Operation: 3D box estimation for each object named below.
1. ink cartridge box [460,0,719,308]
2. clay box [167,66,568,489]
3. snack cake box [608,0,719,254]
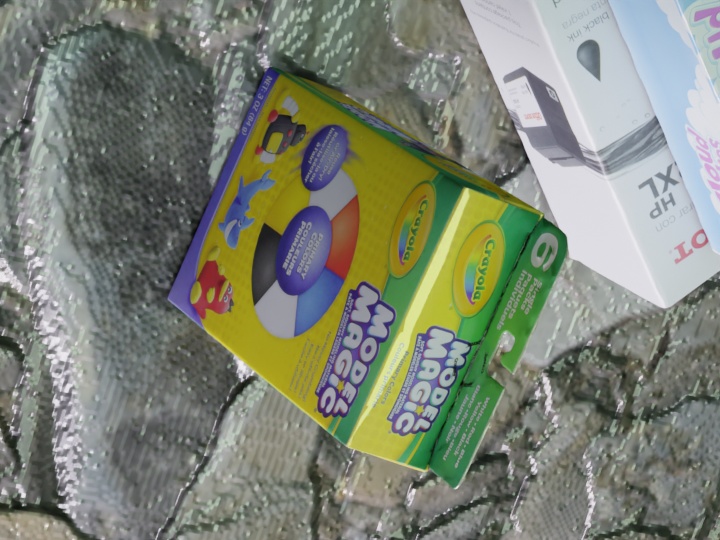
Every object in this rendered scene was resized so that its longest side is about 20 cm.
[{"bbox_3d":[0.137,-0.108,1.254,0.145,0.084,0.200,-35,122,-14],"label":"ink cartridge box"},{"bbox_3d":[0.000,0.000,1.150,0.048,0.200,0.115,19,98,-33],"label":"clay box"},{"bbox_3d":[0.177,-0.106,1.186,0.115,0.067,0.200,-36,122,-14],"label":"snack cake box"}]
